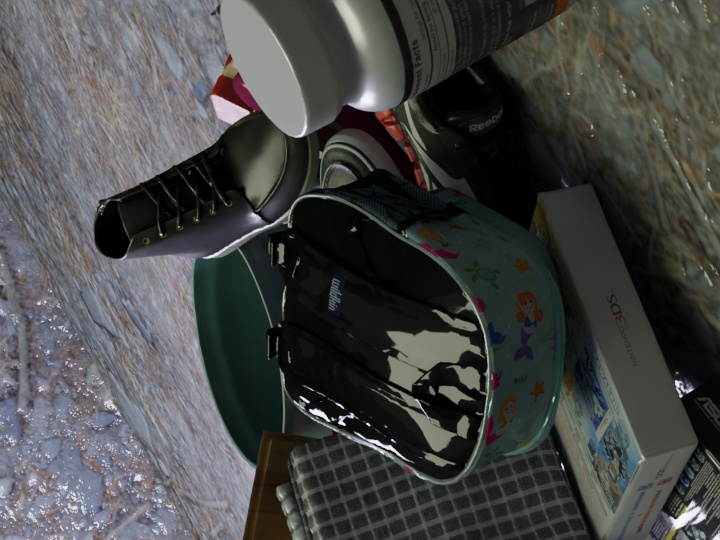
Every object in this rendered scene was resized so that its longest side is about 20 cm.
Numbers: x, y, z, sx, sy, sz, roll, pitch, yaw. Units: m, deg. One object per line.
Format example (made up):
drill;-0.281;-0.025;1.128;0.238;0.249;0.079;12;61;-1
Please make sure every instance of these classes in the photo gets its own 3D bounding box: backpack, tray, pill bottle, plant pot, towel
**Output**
backpack;0.049;0.040;1.293;0.200;0.150;0.178;31;125;46
tray;0.017;0.183;1.450;0.037;0.199;0.099;94;-175;-59
pill bottle;0.025;-0.166;1.162;0.116;0.200;0.117;51;161;26
plant pot;-0.040;0.049;1.582;0.200;0.134;0.201;167;90;-69
towel;0.054;0.180;1.382;0.086;0.199;0.166;93;158;-65

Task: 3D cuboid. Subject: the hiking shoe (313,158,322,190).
hiking shoe;0.020;-0.020;1.479;0.200;0.087;0.074;25;150;17

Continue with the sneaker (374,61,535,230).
sneaker;0.077;-0.083;1.364;0.201;0.071;0.098;59;155;-16

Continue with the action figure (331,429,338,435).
action figure;0.077;0.105;1.485;0.052;0.199;0.066;-102;5;-58

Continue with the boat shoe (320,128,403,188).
boat shoe;0.000;0.000;1.404;0.072;0.071;0.201;8;119;38

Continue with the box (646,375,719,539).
box;0.256;0.181;1.336;0.161;0.049;0.200;55;162;21

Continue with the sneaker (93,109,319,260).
sneaker;-0.113;-0.056;1.428;0.200;0.106;0.075;-42;65;48

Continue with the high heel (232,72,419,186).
high heel;-0.015;-0.077;1.439;0.200;0.096;0.067;25;159;-2

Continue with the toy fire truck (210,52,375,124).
toy fire truck;-0.038;-0.150;1.495;0.141;0.049;0.200;24;159;0

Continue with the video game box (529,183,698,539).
video game box;0.160;0.070;1.340;0.182;0.047;0.201;93;160;-64

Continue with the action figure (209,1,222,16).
action figure;-0.083;-0.247;1.492;0.200;0.102;0.119;29;138;62

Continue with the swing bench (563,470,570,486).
swing bench;0.108;0.209;1.533;0.199;0.200;0.130;49;160;28
